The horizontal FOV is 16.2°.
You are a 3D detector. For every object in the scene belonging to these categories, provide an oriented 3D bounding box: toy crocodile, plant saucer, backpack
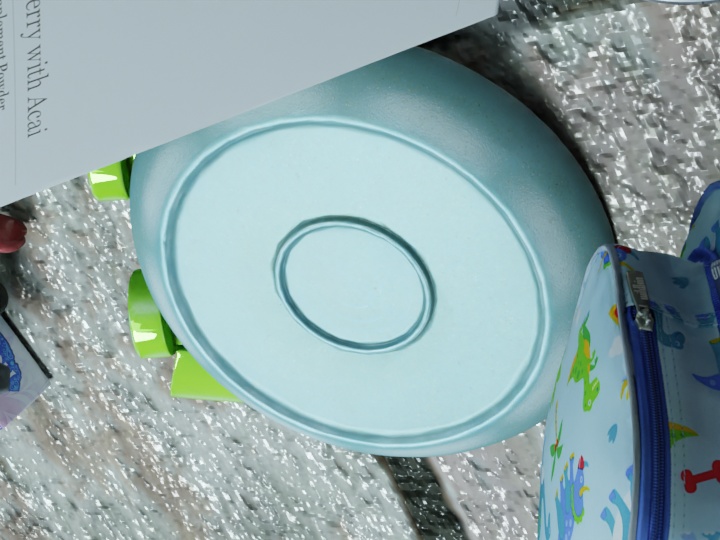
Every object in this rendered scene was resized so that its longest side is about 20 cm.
[{"bbox_3d":[-0.069,-0.024,1.048,0.067,0.062,0.201,-6,124,6],"label":"toy crocodile"},{"bbox_3d":[0.000,0.000,0.978,0.199,0.027,0.201,10,128,13],"label":"plant saucer"},{"bbox_3d":[0.135,0.092,0.815,0.146,0.200,0.183,-1,137,-10],"label":"backpack"}]

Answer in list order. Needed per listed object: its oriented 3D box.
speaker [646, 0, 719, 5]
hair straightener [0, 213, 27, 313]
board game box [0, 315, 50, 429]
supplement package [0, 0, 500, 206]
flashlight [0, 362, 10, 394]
[{"bbox_3d":[0.098,-0.182,0.731,0.081,0.081,0.200,23,136,26],"label":"speaker"},{"bbox_3d":[-0.258,-0.011,1.167,0.199,0.041,0.077,14,114,-7],"label":"hair straightener"},{"bbox_3d":[-0.276,0.009,1.279,0.200,0.041,0.200,-21,108,50],"label":"board game box"},{"bbox_3d":[-0.064,-0.120,0.732,0.120,0.199,0.121,52,153,31],"label":"supplement package"},{"bbox_3d":[-0.257,0.061,1.221,0.200,0.068,0.068,-14,119,49],"label":"flashlight"}]
